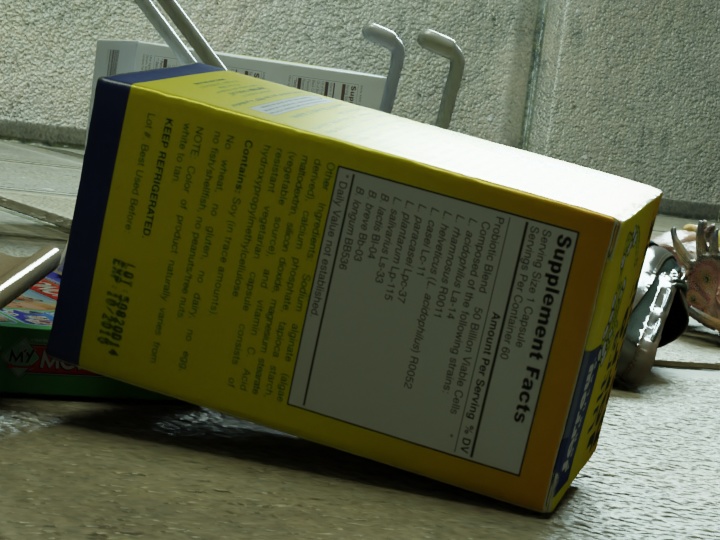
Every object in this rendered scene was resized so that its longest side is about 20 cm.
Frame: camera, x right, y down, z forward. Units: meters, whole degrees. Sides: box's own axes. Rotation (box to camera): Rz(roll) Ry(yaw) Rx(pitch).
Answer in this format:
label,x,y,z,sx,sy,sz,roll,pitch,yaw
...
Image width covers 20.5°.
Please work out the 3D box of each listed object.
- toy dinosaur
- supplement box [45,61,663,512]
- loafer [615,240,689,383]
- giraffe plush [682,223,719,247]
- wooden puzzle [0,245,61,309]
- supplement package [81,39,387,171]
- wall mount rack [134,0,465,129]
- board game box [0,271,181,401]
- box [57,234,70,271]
label,x,y,z,sx,sy,sz,roll,pitch,yaw
toy dinosaur,0.240,0.003,1.450,0.135,0.087,0.199,-4,5,-35
supplement box,0.000,0.000,0.750,0.198,0.110,0.109,17,13,14
loafer,0.159,0.032,1.149,0.063,0.072,0.200,30,18,16
giraffe plush,0.373,-0.021,1.700,0.199,0.174,0.162,-31,8,-19
wooden puzzle,-0.222,-0.007,0.701,0.198,0.038,0.185,17,12,3
supplement package,-0.104,-0.093,1.551,0.198,0.152,0.152,6,5,-20
wall mount rack,-0.048,-0.108,0.982,0.172,0.075,0.200,12,5,-15
board game box,-0.166,0.022,0.871,0.134,0.029,0.200,4,6,-31
box,-0.086,-0.033,1.051,0.112,0.102,0.200,25,3,-6
